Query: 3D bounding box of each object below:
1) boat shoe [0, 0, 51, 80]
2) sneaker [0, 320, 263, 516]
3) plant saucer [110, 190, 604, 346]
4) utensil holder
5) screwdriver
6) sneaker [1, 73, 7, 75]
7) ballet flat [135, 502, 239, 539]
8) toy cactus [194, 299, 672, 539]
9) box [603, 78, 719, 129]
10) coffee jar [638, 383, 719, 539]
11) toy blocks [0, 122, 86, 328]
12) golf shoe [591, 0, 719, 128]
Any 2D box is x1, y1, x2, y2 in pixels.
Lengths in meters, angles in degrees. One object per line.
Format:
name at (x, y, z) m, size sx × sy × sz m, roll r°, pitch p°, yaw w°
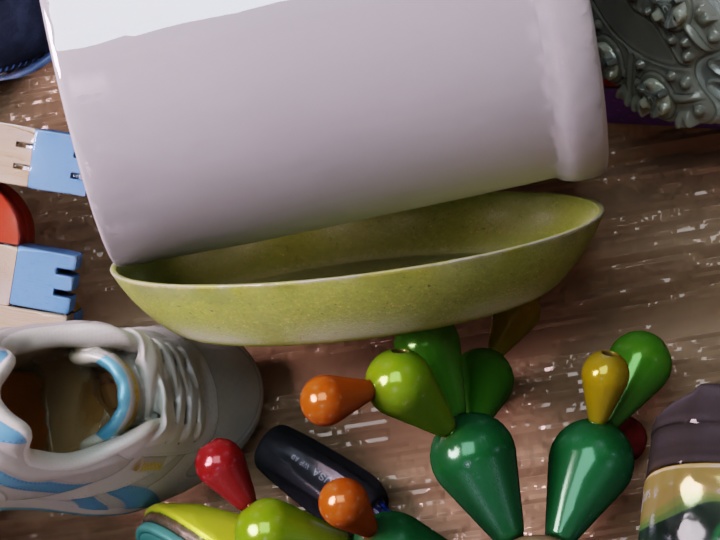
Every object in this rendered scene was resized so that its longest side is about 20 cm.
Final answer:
boat shoe at (-0.110, -0.138, 1.178) m, size 0.068 × 0.084 × 0.200 m, roll 27°, pitch 46°, yaw 21°
sneaker at (-0.100, 0.057, 1.075) m, size 0.081 × 0.199 × 0.077 m, roll -19°, pitch 82°, yaw 38°
plant saucer at (0.000, 0.000, 1.086) m, size 0.199 × 0.200 × 0.031 m, roll -4°, pitch 100°, yaw 14°
utensil holder at (-0.017, -0.097, 1.064) m, size 0.199 × 0.170 × 0.171 m, roll -14°, pitch 64°, yaw 0°
screwdriver at (0.038, 0.119, 1.099) m, size 0.199 × 0.028 × 0.029 m, roll 29°, pitch 48°, yaw 22°
sneaker at (-0.178, -0.120, 1.236) m, size 0.085 × 0.077 × 0.201 m, roll 15°, pitch 73°, yaw 16°
ballet flat at (-0.002, 0.151, 1.082) m, size 0.067 × 0.067 × 0.200 m, roll -37°, pitch 63°, yaw -26°
toy cactus at (0.046, 0.097, 1.058) m, size 0.199 × 0.102 × 0.166 m, roll -18°, pitch 75°, yaw -32°
box at (0.170, -0.129, 1.159) m, size 0.199 × 0.039 × 0.138 m, roll 4°, pitch 68°, yaw 17°
coffee jar at (0.141, 0.147, 1.012) m, size 0.085 × 0.104 × 0.201 m, roll 4°, pitch 68°, yaw 14°
toy blocks at (-0.178, 0.009, 1.162) m, size 0.136 × 0.100 × 0.201 m, roll 10°, pitch 93°, yaw 0°
golf shoe at (0.162, -0.097, 1.100) m, size 0.097 × 0.079 × 0.200 m, roll -27°, pitch 54°, yaw -31°
